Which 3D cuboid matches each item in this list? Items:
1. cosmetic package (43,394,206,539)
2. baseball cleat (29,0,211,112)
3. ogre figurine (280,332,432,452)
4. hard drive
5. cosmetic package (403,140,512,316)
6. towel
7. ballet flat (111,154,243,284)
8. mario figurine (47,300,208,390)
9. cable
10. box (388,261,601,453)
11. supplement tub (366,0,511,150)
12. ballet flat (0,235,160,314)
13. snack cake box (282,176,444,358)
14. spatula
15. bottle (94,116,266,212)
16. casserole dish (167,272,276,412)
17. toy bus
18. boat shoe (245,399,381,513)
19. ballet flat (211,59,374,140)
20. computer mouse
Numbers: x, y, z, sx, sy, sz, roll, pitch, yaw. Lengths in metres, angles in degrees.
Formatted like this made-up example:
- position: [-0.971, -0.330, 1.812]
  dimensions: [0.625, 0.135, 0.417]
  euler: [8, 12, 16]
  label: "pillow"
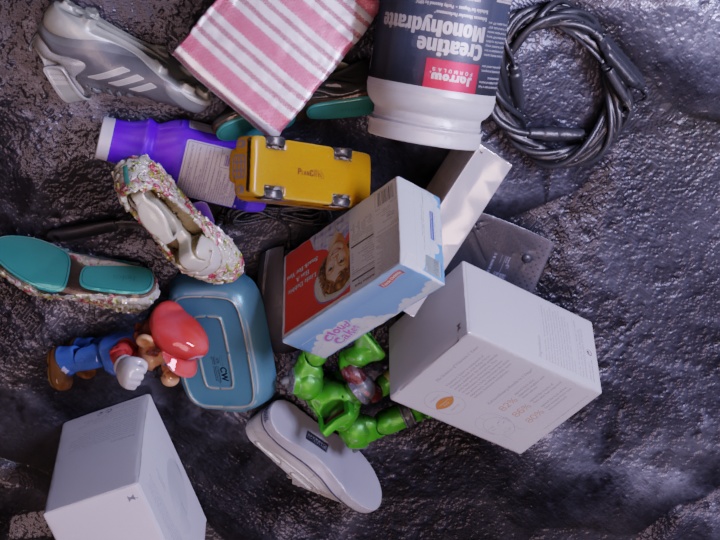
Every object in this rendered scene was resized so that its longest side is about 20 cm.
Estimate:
- position: [-0.273, 0.293, 1.750]
  dimensions: [0.122, 0.200, 0.201]
  euler: [-19, 114, 3]
  label: "cosmetic package"
- position: [-0.262, -0.211, 1.605]
  dimensions: [0.199, 0.070, 0.107]
  euler: [33, 114, -8]
  label: "baseball cleat"
- position: [-0.010, 0.135, 1.760]
  dimensions: [0.120, 0.098, 0.200]
  euler: [-41, 134, 6]
  label: "ogre figurine"
- position: [0.114, -0.015, 1.737]
  dimensions: [0.198, 0.042, 0.136]
  euler: [17, 111, -13]
  label: "hard drive"
- position: [0.089, -0.053, 1.651]
  dimensions: [0.050, 0.083, 0.201]
  euler: [30, 101, -14]
  label: "cosmetic package"
- position: [-0.086, -0.258, 1.570]
  dimensions: [0.146, 0.030, 0.201]
  euler: [40, 85, -12]
  label: "towel"
- position: [-0.201, -0.041, 1.612]
  dimensions: [0.075, 0.064, 0.200]
  euler: [-32, 122, 19]
  label: "ballet flat"
- position: [-0.258, 0.109, 1.689]
  dimensions: [0.198, 0.124, 0.106]
  euler: [-12, 133, 28]
  label: "mario figurine"
- position: [0.218, -0.210, 1.662]
  dimensions: [0.163, 0.051, 0.200]
  euler: [-41, 114, 18]
  label: "cable"
- position: [0.154, 0.104, 1.719]
  dimensions: [0.199, 0.107, 0.152]
  euler: [25, 133, -26]
  label: "box"
- position: [0.082, -0.237, 1.560]
  dimensions: [0.139, 0.140, 0.202]
  euler: [7, 99, -9]
  label: "supplement tub"
- position: [-0.329, 0.014, 1.695]
  dimensions: [0.198, 0.076, 0.064]
  euler: [15, 146, -7]
  label: "ballet flat"
- position: [0.000, 0.000, 1.614]
  dimensions: [0.067, 0.116, 0.199]
  euler: [24, 139, -34]
  label: "snack cake box"
- position: [-0.263, -0.048, 1.678]
  dimensions: [0.198, 0.021, 0.057]
  euler: [-4, 142, 13]
  label: "spatula"
- position: [-0.193, -0.124, 1.643]
  dimensions: [0.198, 0.066, 0.084]
  euler: [13, 118, -11]
  label: "bottle"
- position: [-0.167, 0.088, 1.737]
  dimensions: [0.120, 0.039, 0.202]
  euler: [0, 117, 17]
  label: "casserole dish"
- position: [-0.068, -0.104, 1.598]
  dimensions: [0.199, 0.078, 0.066]
  euler: [4, 89, -49]
  label: "toy bus"
- position: [-0.060, 0.238, 1.828]
  dimensions: [0.200, 0.071, 0.070]
  euler: [39, 133, -24]
  label: "boat shoe"
- position: [-0.072, -0.192, 1.628]
  dimensions: [0.198, 0.069, 0.068]
  euler: [-11, 159, -11]
  label: "ballet flat"
- position: [-0.112, 0.011, 1.723]
  dimensions: [0.139, 0.046, 0.202]
  euler: [6, 113, -10]
  label: "computer mouse"
